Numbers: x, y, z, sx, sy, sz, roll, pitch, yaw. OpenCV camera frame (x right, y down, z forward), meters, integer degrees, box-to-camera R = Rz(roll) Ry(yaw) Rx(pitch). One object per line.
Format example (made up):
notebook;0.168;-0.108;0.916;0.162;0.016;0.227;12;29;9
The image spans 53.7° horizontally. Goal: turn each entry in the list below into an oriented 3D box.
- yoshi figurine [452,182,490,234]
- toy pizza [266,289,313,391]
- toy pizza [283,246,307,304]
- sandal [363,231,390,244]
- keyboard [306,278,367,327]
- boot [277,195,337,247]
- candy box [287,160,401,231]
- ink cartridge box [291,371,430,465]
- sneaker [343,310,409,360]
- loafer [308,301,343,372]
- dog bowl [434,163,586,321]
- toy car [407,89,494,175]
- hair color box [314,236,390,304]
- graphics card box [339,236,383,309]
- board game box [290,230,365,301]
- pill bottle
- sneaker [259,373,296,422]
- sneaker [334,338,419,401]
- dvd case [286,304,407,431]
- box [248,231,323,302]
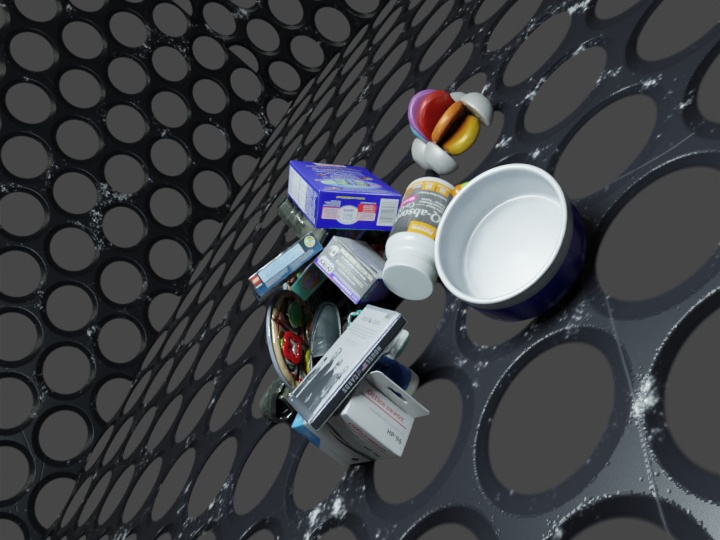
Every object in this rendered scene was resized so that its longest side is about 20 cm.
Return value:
yoshi figurine;0.198;-0.077;1.126;0.114;0.110;0.200;-67;21;8
toy pizza;-0.115;0.134;1.355;0.031;0.202;0.202;-15;36;22
toy pizza;-0.130;0.047;1.575;0.031;0.204;0.202;-9;33;9
sandal;0.073;-0.099;1.451;0.081;0.055;0.198;-38;16;-27
keyboard;-0.035;0.050;1.473;0.199;0.020;0.129;-40;58;28
boot;-0.115;-0.095;1.414;0.068;0.130;0.200;-48;5;-11
candy box;-0.036;-0.144;1.360;0.200;0.165;0.079;-130;46;-58
ink cartridge box;-0.002;0.224;1.060;0.199;0.115;0.069;-28;28;51
sneaker;0.009;0.102;1.267;0.079;0.091;0.199;-58;20;-16
loafer;-0.061;0.155;1.301;0.070;0.066;0.206;128;147;-70
dog bowl;0.202;-0.037;0.969;0.197;0.078;0.205;-20;56;32
toy car;0.166;-0.308;1.481;0.176;0.149;0.200;-53;20;3
hair color box;0.000;0.000;1.299;0.065;0.109;0.200;-48;-12;9
graphics card box;-0.030;0.012;1.559;0.200;0.050;0.127;-45;22;26
board game box;-0.051;-0.043;1.480;0.152;0.045;0.201;-43;8;50
pill bottle;0.109;-0.057;1.259;0.116;0.116;0.203;-29;31;48
sneaker;-0.129;0.214;1.429;0.202;0.076;0.114;-61;23;-10
sneaker;0.010;0.157;1.147;0.078;0.111;0.199;-56;20;-8
dvd case;-0.024;0.138;1.061;0.201;0.025;0.150;-48;14;-10
box;-0.140;-0.002;1.298;0.136;0.038;0.200;-38;1;-11
